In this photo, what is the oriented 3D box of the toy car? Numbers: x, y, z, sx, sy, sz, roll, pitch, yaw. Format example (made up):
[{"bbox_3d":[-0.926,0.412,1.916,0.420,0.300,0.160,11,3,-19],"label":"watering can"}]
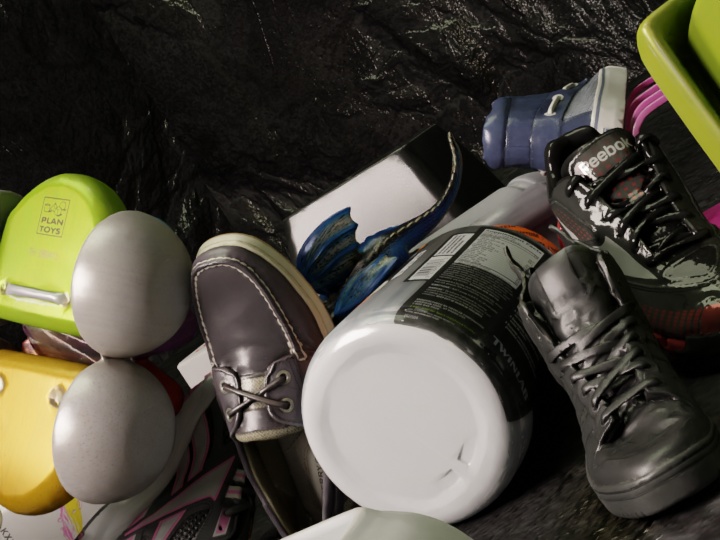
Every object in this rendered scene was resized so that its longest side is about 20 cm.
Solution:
[{"bbox_3d":[-0.165,0.044,0.776,0.174,0.201,0.150,8,1,33],"label":"toy car"}]

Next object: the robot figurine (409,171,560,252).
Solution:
[{"bbox_3d":[0.107,0.005,0.906,0.200,0.113,0.170,-34,-26,-16],"label":"robot figurine"}]

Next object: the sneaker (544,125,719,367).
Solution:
[{"bbox_3d":[0.155,-0.023,0.703,0.071,0.098,0.201,-30,30,-2],"label":"sneaker"}]

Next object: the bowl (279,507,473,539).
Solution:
[{"bbox_3d":[-0.047,0.168,0.487,0.199,0.075,0.200,-29,4,29],"label":"bowl"}]

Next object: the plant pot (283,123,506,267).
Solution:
[{"bbox_3d":[0.046,-0.017,1.150,0.199,0.178,0.200,-30,4,21],"label":"plant pot"}]

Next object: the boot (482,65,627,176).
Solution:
[{"bbox_3d":[0.138,-0.107,0.893,0.090,0.073,0.200,6,13,10],"label":"boot"}]

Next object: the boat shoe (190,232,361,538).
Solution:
[{"bbox_3d":[-0.046,0.076,0.724,0.072,0.201,0.065,-9,25,23],"label":"boat shoe"}]

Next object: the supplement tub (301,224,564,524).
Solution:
[{"bbox_3d":[0.058,0.048,0.729,0.122,0.123,0.200,-29,5,29],"label":"supplement tub"}]

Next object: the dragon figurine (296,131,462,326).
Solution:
[{"bbox_3d":[0.000,0.000,0.815,0.200,0.059,0.099,-52,-28,14],"label":"dragon figurine"}]

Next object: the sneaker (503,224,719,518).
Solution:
[{"bbox_3d":[0.110,0.038,0.598,0.060,0.104,0.200,-31,5,9],"label":"sneaker"}]

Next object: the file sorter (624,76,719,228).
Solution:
[{"bbox_3d":[0.255,-0.090,0.841,0.139,0.126,0.200,-31,5,14],"label":"file sorter"}]

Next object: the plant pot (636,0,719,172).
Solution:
[{"bbox_3d":[0.269,-0.113,0.617,0.199,0.200,0.181,-35,-2,-32],"label":"plant pot"}]

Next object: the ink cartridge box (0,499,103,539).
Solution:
[{"bbox_3d":[-0.178,0.183,0.891,0.200,0.117,0.067,-34,6,-18],"label":"ink cartridge box"}]

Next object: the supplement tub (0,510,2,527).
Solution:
[{"bbox_3d":[-0.297,0.213,0.721,0.145,0.144,0.201,-86,19,-84],"label":"supplement tub"}]

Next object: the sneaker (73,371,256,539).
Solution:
[{"bbox_3d":[-0.096,0.150,0.831,0.200,0.086,0.080,-54,-29,-15],"label":"sneaker"}]

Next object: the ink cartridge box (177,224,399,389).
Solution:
[{"bbox_3d":[-0.034,0.075,1.018,0.200,0.126,0.129,-29,5,30],"label":"ink cartridge box"}]
